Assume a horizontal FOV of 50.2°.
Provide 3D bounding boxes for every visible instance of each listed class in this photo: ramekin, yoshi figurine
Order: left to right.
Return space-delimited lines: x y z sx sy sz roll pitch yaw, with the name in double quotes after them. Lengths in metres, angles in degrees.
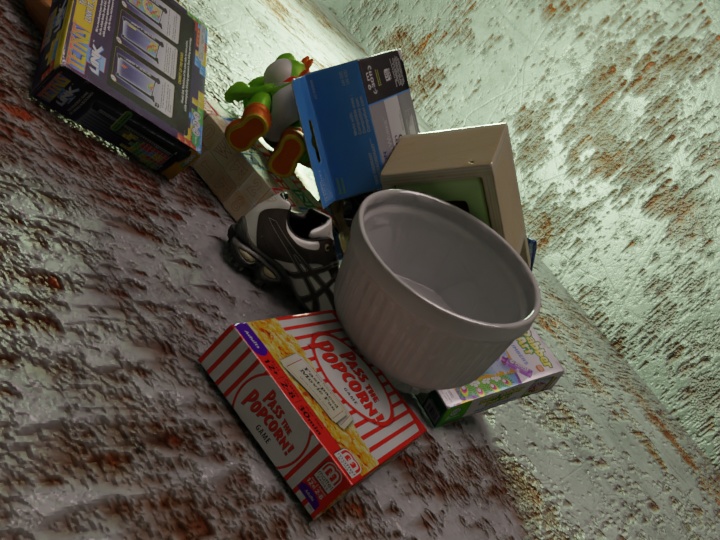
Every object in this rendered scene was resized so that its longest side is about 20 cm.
-0.106 -0.185 0.912 0.202 0.110 0.114 -85 170 -52 "yoshi figurine"
0.067 0.023 0.757 0.197 0.106 0.202 20 33 -13 "ramekin"

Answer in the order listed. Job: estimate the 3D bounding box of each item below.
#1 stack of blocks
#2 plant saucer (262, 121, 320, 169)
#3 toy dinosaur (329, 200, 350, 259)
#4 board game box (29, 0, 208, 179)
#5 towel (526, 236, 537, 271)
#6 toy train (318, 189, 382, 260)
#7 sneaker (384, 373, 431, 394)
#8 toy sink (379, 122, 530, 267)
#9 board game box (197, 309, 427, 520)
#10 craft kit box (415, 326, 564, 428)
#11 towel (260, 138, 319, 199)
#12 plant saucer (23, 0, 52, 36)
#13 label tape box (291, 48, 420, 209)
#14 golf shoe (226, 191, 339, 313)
-0.127 -0.108 0.910 0.201 0.059 0.115 49 16 9 "stack of blocks"
-0.065 -0.170 1.072 0.197 0.036 0.200 22 -3 1 "plant saucer"
0.000 0.000 0.901 0.203 0.057 0.101 67 9 23 "toy dinosaur"
-0.238 -0.219 0.793 0.164 0.056 0.203 31 42 -40 "board game box"
0.180 0.038 1.071 0.023 0.204 0.146 -9 18 -36 "towel"
0.022 -0.086 1.045 0.198 0.115 0.087 -20 65 -44 "toy train"
0.078 0.071 0.880 0.198 0.079 0.099 -19 44 -42 "sneaker"
0.115 -0.049 0.889 0.113 0.128 0.203 -62 143 -50 "toy sink"
-0.031 0.110 0.661 0.152 0.046 0.199 51 16 13 "board game box"
0.125 0.082 0.966 0.195 0.049 0.201 -9 51 -35 "craft kit box"
-0.088 -0.133 1.138 0.200 0.022 0.147 43 16 -6 "towel"
-0.306 -0.273 0.885 0.200 0.037 0.201 42 18 -17 "plant saucer"
0.004 -0.170 0.894 0.200 0.065 0.146 -42 121 -60 "label tape box"
-0.046 -0.007 0.820 0.199 0.094 0.078 34 18 -41 "golf shoe"
